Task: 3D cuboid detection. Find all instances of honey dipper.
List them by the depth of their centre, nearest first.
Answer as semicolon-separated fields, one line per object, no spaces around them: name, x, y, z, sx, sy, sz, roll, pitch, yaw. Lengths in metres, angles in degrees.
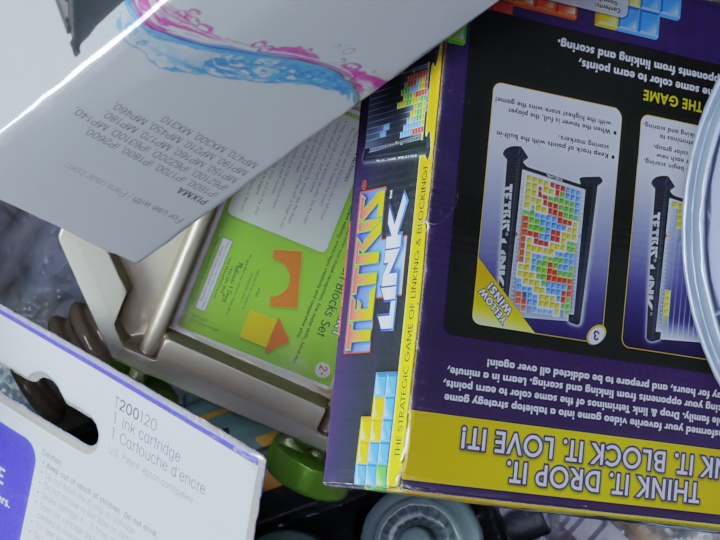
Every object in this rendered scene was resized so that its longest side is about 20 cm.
honey dipper;-0.047;-0.008;0.784;0.199;0.038;0.038;-33;83;6

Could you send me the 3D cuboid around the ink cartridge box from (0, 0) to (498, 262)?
ink cartridge box;-0.037;-0.119;0.597;0.199;0.085;0.148;-33;52;24

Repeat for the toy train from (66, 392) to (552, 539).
toy train;-0.031;0.091;0.758;0.199;0.085;0.115;-21;75;9

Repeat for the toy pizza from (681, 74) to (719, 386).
toy pizza;0.197;-0.012;0.613;0.198;0.032;0.202;0;90;7

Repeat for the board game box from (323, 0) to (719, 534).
board game box;0.093;-0.003;0.648;0.198;0.057;0.167;10;83;-27

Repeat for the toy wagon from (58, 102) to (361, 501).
toy wagon;0.000;0.000;0.691;0.199;0.040;0.156;23;103;-5

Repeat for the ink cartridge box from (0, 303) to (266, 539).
ink cartridge box;-0.109;0.109;0.707;0.197;0.043;0.202;27;115;33
